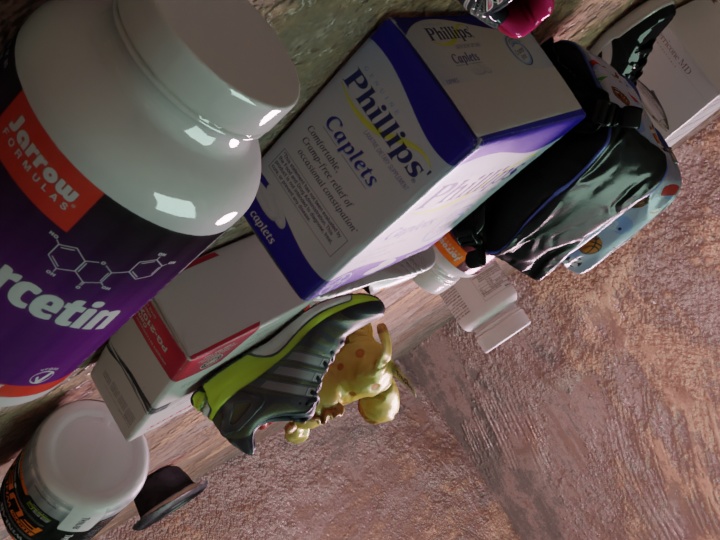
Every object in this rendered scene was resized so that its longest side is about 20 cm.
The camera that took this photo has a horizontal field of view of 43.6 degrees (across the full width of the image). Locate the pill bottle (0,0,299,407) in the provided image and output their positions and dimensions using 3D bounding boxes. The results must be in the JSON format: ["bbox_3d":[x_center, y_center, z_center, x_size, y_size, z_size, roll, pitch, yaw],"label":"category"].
[{"bbox_3d":[-0.120,-0.035,0.382,0.200,0.113,0.112,-39,169,26],"label":"pill bottle"}]

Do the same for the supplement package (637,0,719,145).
[{"bbox_3d":[0.376,-0.225,1.117,0.117,0.117,0.200,-28,169,-30],"label":"supplement package"}]

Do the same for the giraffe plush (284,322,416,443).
[{"bbox_3d":[-0.040,0.150,1.187,0.161,0.174,0.200,-22,-164,-16],"label":"giraffe plush"}]

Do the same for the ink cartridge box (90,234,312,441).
[{"bbox_3d":[-0.155,0.064,0.850,0.144,0.085,0.200,-26,167,-39],"label":"ink cartridge box"}]

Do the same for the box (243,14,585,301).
[{"bbox_3d":[0.038,-0.088,0.685,0.200,0.105,0.183,-42,169,37],"label":"box"}]

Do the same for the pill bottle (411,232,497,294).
[{"bbox_3d":[0.146,-0.063,1.155,0.200,0.115,0.114,-40,169,29],"label":"pill bottle"}]

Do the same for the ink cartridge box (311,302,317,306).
[{"bbox_3d":[-0.096,0.067,1.216,0.201,0.057,0.163,-56,169,2],"label":"ink cartridge box"}]

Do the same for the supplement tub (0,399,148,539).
[{"bbox_3d":[-0.317,0.232,0.979,0.122,0.123,0.200,-25,166,-43],"label":"supplement tub"}]

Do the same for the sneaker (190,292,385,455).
[{"bbox_3d":[-0.055,0.093,0.837,0.199,0.081,0.074,-35,171,-10],"label":"sneaker"}]

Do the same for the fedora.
[{"bbox_3d":[-0.449,0.506,2.057,0.200,0.092,0.201,-33,171,-6],"label":"fedora"}]

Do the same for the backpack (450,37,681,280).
[{"bbox_3d":[0.185,-0.107,0.818,0.153,0.192,0.200,25,130,-32],"label":"backpack"}]

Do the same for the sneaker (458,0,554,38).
[{"bbox_3d":[0.063,-0.174,0.430,0.080,0.075,0.200,-36,170,14],"label":"sneaker"}]

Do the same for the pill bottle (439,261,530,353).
[{"bbox_3d":[0.197,0.032,1.543,0.113,0.201,0.113,-32,171,-6],"label":"pill bottle"}]

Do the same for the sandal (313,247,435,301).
[{"bbox_3d":[-0.004,-0.007,1.066,0.205,0.080,0.059,-17,164,-34],"label":"sandal"}]

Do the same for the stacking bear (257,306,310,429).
[{"bbox_3d":[-0.104,0.073,1.006,0.121,0.114,0.201,-40,164,-29],"label":"stacking bear"}]

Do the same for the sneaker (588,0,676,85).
[{"bbox_3d":[0.285,-0.194,0.977,0.073,0.112,0.200,-25,168,-45],"label":"sneaker"}]
